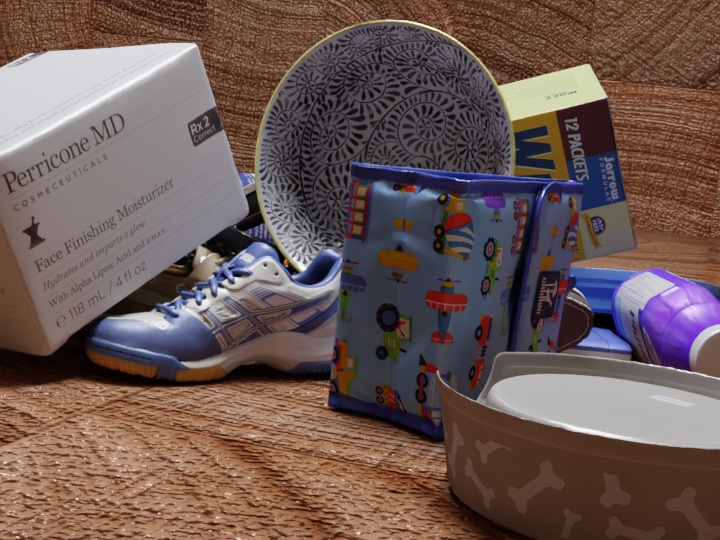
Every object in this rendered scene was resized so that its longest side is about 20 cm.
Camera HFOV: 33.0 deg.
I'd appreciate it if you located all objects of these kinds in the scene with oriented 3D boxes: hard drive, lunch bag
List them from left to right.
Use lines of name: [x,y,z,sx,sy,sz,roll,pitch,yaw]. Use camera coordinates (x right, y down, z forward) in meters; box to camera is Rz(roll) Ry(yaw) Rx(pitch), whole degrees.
lunch bag: [0.080,0.013,0.793,0.093,0.153,0.199,12,9,38]
hard drive: [0.113,0.053,1.022,0.197,0.026,0.132,6,7,-4]

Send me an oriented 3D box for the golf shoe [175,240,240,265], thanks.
golf shoe: [-0.175,-0.003,1.034,0.087,0.078,0.199,0,1,36]

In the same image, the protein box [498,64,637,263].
protein box: [0.137,-0.088,1.120,0.196,0.136,0.200,-13,15,10]

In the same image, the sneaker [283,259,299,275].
sneaker: [0.000,0.000,0.997,0.198,0.076,0.078,-12,5,-4]

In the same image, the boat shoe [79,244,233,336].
boat shoe: [-0.112,0.019,0.906,0.197,0.073,0.076,4,7,-14]

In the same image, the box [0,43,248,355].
box: [-0.221,-0.057,0.830,0.198,0.132,0.199,5,32,39]

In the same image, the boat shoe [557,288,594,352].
boat shoe: [0.090,0.044,0.902,0.198,0.073,0.059,0,14,-19]

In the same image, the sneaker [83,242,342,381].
sneaker: [-0.091,0.024,0.819,0.198,0.089,0.075,-3,13,-35]

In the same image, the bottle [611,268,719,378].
bottle: [0.246,0.050,0.923,0.065,0.084,0.200,-26,8,1]

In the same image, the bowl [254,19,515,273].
bowl: [0.029,-0.078,0.909,0.198,0.203,0.094,9,3,20]

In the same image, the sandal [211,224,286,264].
sandal: [-0.131,-0.053,0.955,0.199,0.046,0.075,21,1,34]

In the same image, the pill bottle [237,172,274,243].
pill bottle: [-0.105,-0.044,1.265,0.198,0.113,0.111,3,7,-26]

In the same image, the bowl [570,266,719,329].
bowl: [0.231,0.029,1.120,0.198,0.040,0.201,6,-5,1]

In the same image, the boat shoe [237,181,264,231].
boat shoe: [-0.030,-0.060,1.011,0.198,0.067,0.074,-23,-3,10]

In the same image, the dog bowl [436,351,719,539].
dog bowl: [0.132,0.090,0.607,0.197,0.059,0.200,7,7,-1]
